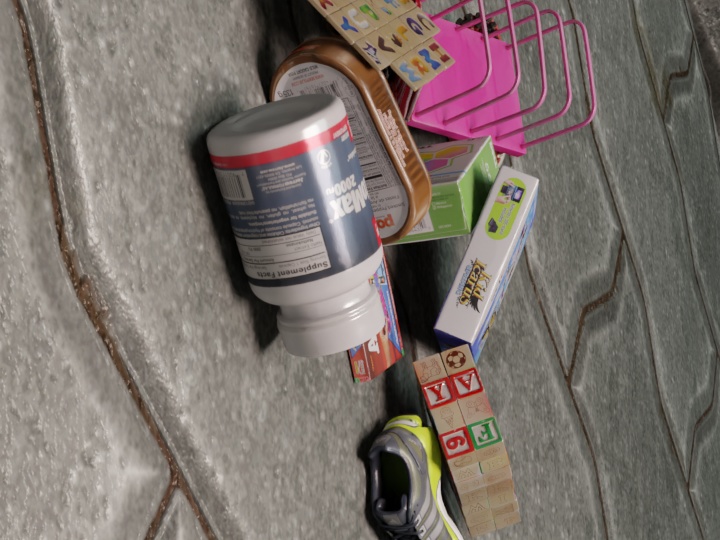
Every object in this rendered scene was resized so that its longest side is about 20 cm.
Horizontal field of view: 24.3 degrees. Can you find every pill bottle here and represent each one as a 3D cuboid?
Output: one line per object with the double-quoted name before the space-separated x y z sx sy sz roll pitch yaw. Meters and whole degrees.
"pill bottle" -0.046 -0.037 1.401 0.120 0.119 0.200 -52 130 -61

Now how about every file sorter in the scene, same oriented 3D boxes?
"file sorter" 0.150 -0.225 1.835 0.200 0.125 0.139 11 66 -46

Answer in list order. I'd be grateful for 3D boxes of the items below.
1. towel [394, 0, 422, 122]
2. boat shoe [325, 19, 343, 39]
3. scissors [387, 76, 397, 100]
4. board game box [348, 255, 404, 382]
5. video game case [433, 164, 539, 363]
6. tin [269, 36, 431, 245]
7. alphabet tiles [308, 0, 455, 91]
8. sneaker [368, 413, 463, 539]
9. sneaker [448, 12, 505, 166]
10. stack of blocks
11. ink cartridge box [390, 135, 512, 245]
"towel" 0.041 -0.270 1.735 0.145 0.022 0.200 108 -23 -72
"boat shoe" -0.005 -0.310 1.663 0.074 0.076 0.200 12 66 -49
"scissors" 0.033 -0.186 1.784 0.200 0.014 0.073 -33 112 -67
"board game box" 0.000 0.000 1.632 0.103 0.019 0.200 -30 110 -65
"video game case" 0.134 -0.001 1.754 0.200 0.045 0.182 60 53 -80
"tin" -0.011 -0.113 1.511 0.042 0.112 0.200 -46 117 -45
"alphabet tiles" 0.012 -0.239 1.543 0.166 0.006 0.200 46 25 0
"sneaker" 0.046 0.243 1.605 0.081 0.074 0.200 -16 90 -61
"sneaker" 0.149 -0.202 1.994 0.082 0.078 0.200 47 44 -68
"stack of blocks" 0.110 0.177 1.702 0.200 0.058 0.115 72 -1 -57
"ink cartridge box" 0.086 -0.095 1.761 0.200 0.104 0.059 -53 131 -60
